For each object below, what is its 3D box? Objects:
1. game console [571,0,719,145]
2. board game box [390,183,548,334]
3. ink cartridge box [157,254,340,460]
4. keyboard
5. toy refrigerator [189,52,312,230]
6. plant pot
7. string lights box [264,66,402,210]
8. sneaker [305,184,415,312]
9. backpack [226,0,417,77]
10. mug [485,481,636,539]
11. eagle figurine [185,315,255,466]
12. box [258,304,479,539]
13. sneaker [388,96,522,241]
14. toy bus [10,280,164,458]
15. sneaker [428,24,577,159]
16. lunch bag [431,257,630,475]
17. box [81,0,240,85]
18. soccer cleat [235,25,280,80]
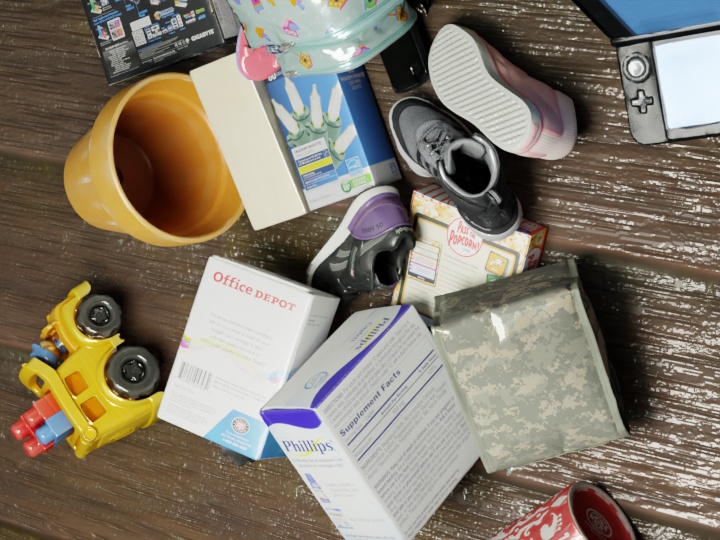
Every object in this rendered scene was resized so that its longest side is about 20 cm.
[{"bbox_3d":[0.320,-0.206,1.430,0.200,0.116,0.176,-4,102,35],"label":"game console"},{"bbox_3d":[0.114,0.022,1.680,0.151,0.046,0.200,24,116,26],"label":"board game box"},{"bbox_3d":[-0.127,0.098,1.716,0.144,0.085,0.200,20,95,24],"label":"ink cartridge box"},{"bbox_3d":[0.042,-0.300,1.643,0.104,0.040,0.200,-13,99,59],"label":"keyboard"},{"bbox_3d":[-0.117,-0.157,1.749,0.076,0.070,0.200,-18,100,28],"label":"toy refrigerator"},{"bbox_3d":[-0.260,-0.121,1.804,0.183,0.200,0.200,-11,99,50],"label":"plant pot"},{"bbox_3d":[-0.038,-0.180,1.707,0.103,0.059,0.200,-18,94,37],"label":"string lights box"},{"bbox_3d":[0.000,0.000,1.701,0.088,0.076,0.200,63,144,30],"label":"sneaker"},{"bbox_3d":[-0.027,-0.291,1.550,0.153,0.176,0.200,59,155,-16],"label":"backpack"},{"bbox_3d":[0.217,0.337,1.687,0.200,0.177,0.134,-44,43,30],"label":"mug"},{"bbox_3d":[-0.172,0.130,1.873,0.200,0.151,0.152,91,171,-52],"label":"eagle figurine"},{"bbox_3d":[0.021,0.172,1.664,0.105,0.184,0.200,-7,121,50],"label":"box"},{"bbox_3d":[0.097,-0.126,1.586,0.075,0.114,0.200,-38,68,-4],"label":"sneaker"},{"bbox_3d":[-0.372,0.143,1.929,0.200,0.192,0.136,56,157,8],"label":"toy bus"},{"bbox_3d":[0.154,-0.182,1.578,0.075,0.105,0.200,-58,45,24],"label":"sneaker"},{"bbox_3d":[0.183,0.109,1.590,0.164,0.118,0.200,-17,107,11],"label":"lunch bag"},{"bbox_3d":[-0.253,-0.344,1.804,0.200,0.050,0.199,-14,96,36],"label":"box"},{"bbox_3d":[-0.100,-0.304,1.669,0.076,0.067,0.200,2,78,65],"label":"soccer cleat"}]
